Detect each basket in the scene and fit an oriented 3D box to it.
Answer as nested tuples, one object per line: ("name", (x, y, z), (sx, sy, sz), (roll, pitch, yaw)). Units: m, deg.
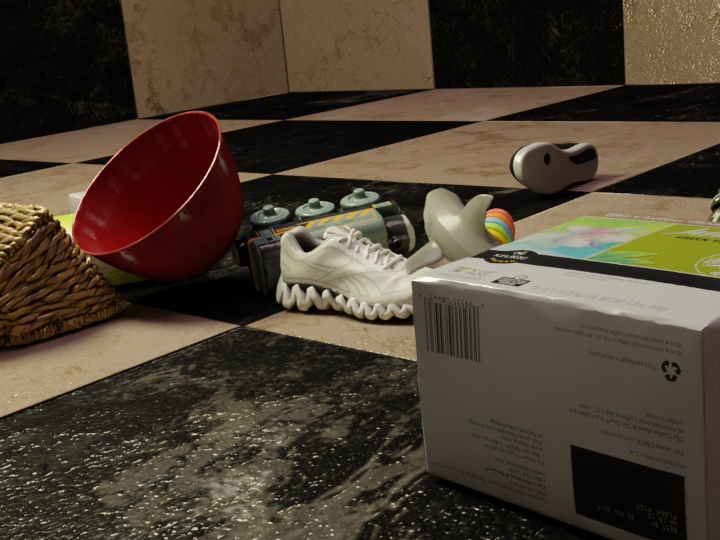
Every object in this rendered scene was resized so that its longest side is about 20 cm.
("basket", (-0.370, 0.026, 1.092), (0.199, 0.149, 0.143), (8, 53, 43))

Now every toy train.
("toy train", (-0.038, -0.029, 1.146), (0.198, 0.086, 0.114), (-12, 23, -12))

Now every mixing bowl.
("mixing bowl", (-0.201, -0.062, 1.138), (0.199, 0.109, 0.201), (-22, 40, 21))

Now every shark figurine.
("shark figurine", (0.129, -0.025, 0.955), (0.214, 0.090, 0.128), (30, 39, 25))

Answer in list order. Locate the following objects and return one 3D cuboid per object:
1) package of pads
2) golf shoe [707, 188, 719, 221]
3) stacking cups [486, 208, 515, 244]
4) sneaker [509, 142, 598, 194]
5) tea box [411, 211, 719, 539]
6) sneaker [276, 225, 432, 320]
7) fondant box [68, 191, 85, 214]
("package of pads", (-0.298, -0.034, 1.284), (0.153, 0.069, 0.200), (-11, 15, -23))
("golf shoe", (0.447, -0.037, 1.041), (0.198, 0.078, 0.088), (-5, 34, 14))
("stacking cups", (0.144, -0.029, 1.134), (0.060, 0.061, 0.200), (-2, 11, 15))
("sneaker", (0.251, -0.149, 1.536), (0.111, 0.074, 0.199), (3, 8, 43))
("tea box", (0.170, 0.054, 0.627), (0.196, 0.135, 0.199), (-17, 18, -40))
("sneaker", (0.000, 0.000, 1.016), (0.199, 0.082, 0.075), (5, 16, 30))
("fondant box", (-0.310, -0.097, 1.556), (0.199, 0.059, 0.144), (-16, 17, -31))
